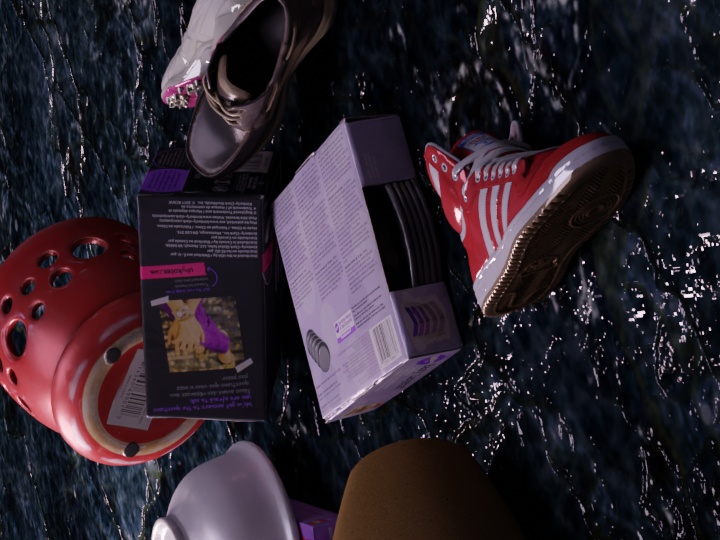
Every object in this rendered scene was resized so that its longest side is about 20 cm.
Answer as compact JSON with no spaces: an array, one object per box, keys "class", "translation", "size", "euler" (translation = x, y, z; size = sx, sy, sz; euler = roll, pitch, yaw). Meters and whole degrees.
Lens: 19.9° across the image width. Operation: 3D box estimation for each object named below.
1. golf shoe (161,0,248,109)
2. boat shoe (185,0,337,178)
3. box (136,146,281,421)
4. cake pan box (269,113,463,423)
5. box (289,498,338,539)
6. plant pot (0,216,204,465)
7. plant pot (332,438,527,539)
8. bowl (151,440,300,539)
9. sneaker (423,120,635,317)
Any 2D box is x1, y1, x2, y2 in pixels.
[{"class":"golf shoe","translation":[-0.114,-0.197,1.712],"size":[0.200,0.075,0.092],"euler":[-32,60,57]},{"class":"boat shoe","translation":[-0.092,-0.152,1.582],"size":[0.074,0.073,0.200],"euler":[38,123,14]},{"class":"box","translation":[-0.122,0.010,1.702],"size":[0.122,0.106,0.201],"euler":[-79,-9,-67]},{"class":"cake pan box","translation":[0.000,0.000,1.533],"size":[0.200,0.052,0.185],"euler":[135,120,-63]},{"class":"box","translation":[-0.053,0.271,1.772],"size":[0.200,0.039,0.137],"euler":[-177,78,-67]},{"class":"plant pot","translation":[-0.234,0.074,1.935],"size":[0.182,0.200,0.201],"euler":[38,133,47]},{"class":"plant pot","translation":[0.048,0.219,1.371],"size":[0.187,0.186,0.200],"euler":[108,158,-48]},{"class":"bowl","translation":[-0.123,0.251,1.765],"size":[0.201,0.090,0.202],"euler":[172,90,-67]},{"class":"sneaker","translation":[0.098,-0.060,1.252],"size":[0.200,0.071,0.113],"euler":[121,131,-60]}]
